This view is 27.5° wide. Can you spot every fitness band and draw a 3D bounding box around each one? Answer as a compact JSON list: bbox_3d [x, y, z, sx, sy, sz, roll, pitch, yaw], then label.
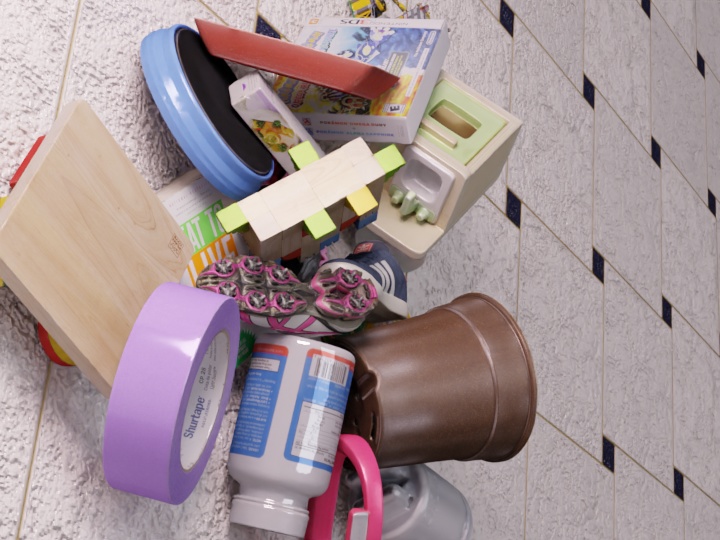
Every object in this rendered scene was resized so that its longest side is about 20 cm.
[{"bbox_3d":[-0.020,0.275,1.587,0.037,0.144,0.201,3,109,-21],"label":"fitness band"}]

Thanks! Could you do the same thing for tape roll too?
[{"bbox_3d":[-0.174,0.114,1.376,0.200,0.065,0.201,13,90,-82],"label":"tape roll"}]

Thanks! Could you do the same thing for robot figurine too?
[{"bbox_3d":[0.061,0.291,1.760,0.200,0.113,0.170,42,30,-47],"label":"robot figurine"}]

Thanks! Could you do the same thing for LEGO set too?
[{"bbox_3d":[0.075,-0.296,1.945,0.200,0.116,0.154,58,20,-29],"label":"LEGO set"}]

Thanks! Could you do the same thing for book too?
[{"bbox_3d":[-0.166,0.006,1.547,0.134,0.048,0.200,-43,121,-54],"label":"book"}]

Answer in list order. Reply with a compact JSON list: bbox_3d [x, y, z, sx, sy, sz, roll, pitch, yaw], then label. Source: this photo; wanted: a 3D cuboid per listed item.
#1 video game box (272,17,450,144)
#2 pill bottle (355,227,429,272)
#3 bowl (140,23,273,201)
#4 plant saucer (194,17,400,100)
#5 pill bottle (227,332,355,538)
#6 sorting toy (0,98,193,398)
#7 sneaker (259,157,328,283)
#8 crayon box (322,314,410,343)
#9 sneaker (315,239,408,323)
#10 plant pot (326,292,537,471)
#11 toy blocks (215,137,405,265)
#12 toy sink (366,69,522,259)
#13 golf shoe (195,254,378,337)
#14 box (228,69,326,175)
[{"bbox_3d":[-0.004,-0.230,1.754,0.200,0.182,0.047,-69,153,-43],"label":"video game box"},{"bbox_3d":[0.063,-0.099,1.893,0.114,0.114,0.200,56,38,-34],"label":"pill bottle"},{"bbox_3d":[-0.156,-0.169,1.546,0.201,0.039,0.201,55,16,-24],"label":"bowl"},{"bbox_3d":[-0.068,-0.227,1.611,0.200,0.199,0.037,-23,129,-79],"label":"plant saucer"},{"bbox_3d":[-0.078,0.175,1.550,0.112,0.112,0.201,28,72,-53],"label":"pill bottle"},{"bbox_3d":[-0.264,-0.016,1.357,0.200,0.069,0.199,57,37,-34],"label":"sorting toy"},{"bbox_3d":[-0.089,-0.056,1.674,0.095,0.079,0.200,31,48,-41],"label":"sneaker"},{"bbox_3d":[0.019,0.096,1.807,0.119,0.058,0.200,-46,120,-54],"label":"crayon box"},{"bbox_3d":[0.000,0.000,1.672,0.200,0.075,0.085,39,48,-67],"label":"sneaker"},{"bbox_3d":[0.062,0.138,1.670,0.198,0.200,0.201,-9,88,-31],"label":"plant pot"},{"bbox_3d":[-0.054,-0.060,1.571,0.100,0.200,0.137,57,-15,15],"label":"toy blocks"},{"bbox_3d":[0.084,-0.133,1.776,0.200,0.130,0.112,-44,163,-39],"label":"toy sink"},{"bbox_3d":[-0.085,0.040,1.540,0.200,0.092,0.073,9,52,-27],"label":"golf shoe"},{"bbox_3d":[-0.072,-0.133,1.607,0.200,0.039,0.041,50,19,-37],"label":"box"}]
